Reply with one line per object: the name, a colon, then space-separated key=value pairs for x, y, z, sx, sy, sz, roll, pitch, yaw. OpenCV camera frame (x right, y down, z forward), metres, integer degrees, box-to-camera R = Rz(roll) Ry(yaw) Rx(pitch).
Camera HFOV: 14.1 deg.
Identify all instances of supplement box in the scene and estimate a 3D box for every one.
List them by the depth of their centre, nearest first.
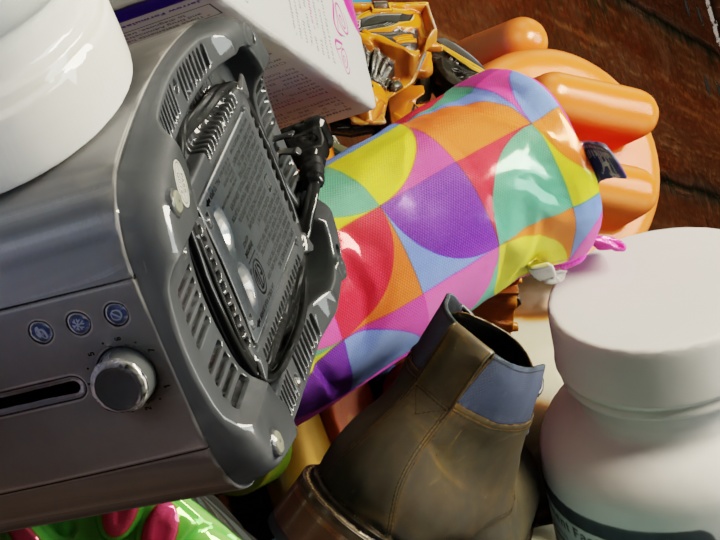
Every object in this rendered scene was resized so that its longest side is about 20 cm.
supplement box: x=-0.078 y=-0.113 z=1.091 sx=0.200 sy=0.103 sz=0.101 roll=27 pitch=48 yaw=-69

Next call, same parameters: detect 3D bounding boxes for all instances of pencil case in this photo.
pencil case: x=0.000 y=0.000 z=1.069 sx=0.088 sy=0.200 sz=0.088 roll=50 pitch=-23 yaw=30

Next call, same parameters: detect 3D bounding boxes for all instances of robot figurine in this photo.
robot figurine: x=0.003 y=-0.048 z=1.211 sx=0.200 sy=0.145 sz=0.058 roll=-102 pitch=-167 yaw=-48
robot figurine: x=0.065 y=-0.036 z=1.410 sx=0.117 sy=0.200 sz=0.144 roll=-34 pitch=94 yaw=-30

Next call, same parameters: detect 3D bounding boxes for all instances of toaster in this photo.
toaster: x=-0.085 y=0.000 z=0.890 sx=0.200 sy=0.129 sz=0.114 roll=-74 pitch=146 yaw=-63

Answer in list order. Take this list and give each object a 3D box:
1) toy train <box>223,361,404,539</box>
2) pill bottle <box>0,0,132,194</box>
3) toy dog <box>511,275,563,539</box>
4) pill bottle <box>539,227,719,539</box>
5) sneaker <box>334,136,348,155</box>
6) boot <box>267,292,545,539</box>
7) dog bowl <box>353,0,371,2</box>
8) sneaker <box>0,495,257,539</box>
toy train: x=-0.026 y=0.063 z=1.171 sx=0.116 sy=0.085 sz=0.200 roll=1 pitch=65 yaw=-57
pill bottle: x=-0.140 y=-0.122 z=0.792 sx=0.116 sy=0.116 sz=0.200 roll=-84 pitch=157 yaw=-55
toy dog: x=0.075 y=0.091 z=1.280 sx=0.200 sy=0.194 sz=0.140 roll=65 pitch=24 yaw=-60
pill bottle: x=0.134 y=0.090 z=1.141 sx=0.120 sy=0.120 sz=0.200 roll=-80 pitch=161 yaw=-59
sneaker: x=0.021 y=-0.024 z=1.316 sx=0.200 sy=0.089 sz=0.077 roll=-127 pitch=-158 yaw=-65
boot: x=0.044 y=0.059 z=1.043 sx=0.075 sy=0.097 sz=0.200 roll=38 pitch=15 yaw=13
dog bowl: x=-0.024 y=-0.150 z=1.428 sx=0.200 sy=0.050 sz=0.112 roll=-91 pitch=159 yaw=-46
sneaker: x=-0.036 y=0.121 z=0.961 sx=0.200 sy=0.077 sz=0.084 roll=47 pitch=7 yaw=-8
